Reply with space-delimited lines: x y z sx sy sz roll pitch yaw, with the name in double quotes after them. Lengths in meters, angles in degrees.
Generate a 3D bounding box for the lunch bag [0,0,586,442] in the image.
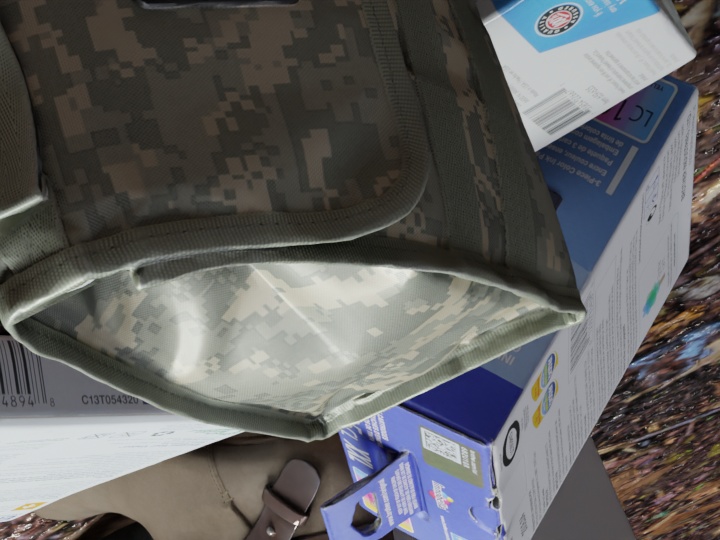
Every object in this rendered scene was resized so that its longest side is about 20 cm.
-0.040 -0.056 0.537 0.117 0.165 0.200 -26 161 22 "lunch bag"

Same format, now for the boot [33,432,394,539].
-0.070 0.121 0.952 0.070 0.147 0.200 -1 150 -48 "boot"

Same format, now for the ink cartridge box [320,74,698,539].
0.054 0.026 0.793 0.201 0.076 0.137 -59 160 -22 "ink cartridge box"

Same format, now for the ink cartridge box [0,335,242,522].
-0.168 0.071 0.859 0.199 0.044 0.195 -22 165 39 "ink cartridge box"

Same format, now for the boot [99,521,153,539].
-0.114 0.213 1.077 0.065 0.166 0.200 9 154 -31 "boot"

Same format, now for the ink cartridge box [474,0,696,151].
0.002 -0.064 0.697 0.199 0.067 0.116 -30 159 15 "ink cartridge box"

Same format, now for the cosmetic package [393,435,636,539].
0.016 0.150 1.084 0.165 0.169 0.200 -10 156 -30 "cosmetic package"
